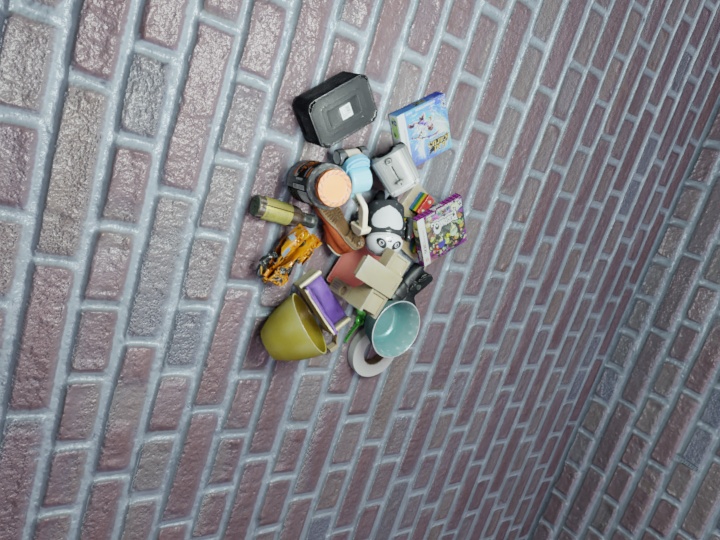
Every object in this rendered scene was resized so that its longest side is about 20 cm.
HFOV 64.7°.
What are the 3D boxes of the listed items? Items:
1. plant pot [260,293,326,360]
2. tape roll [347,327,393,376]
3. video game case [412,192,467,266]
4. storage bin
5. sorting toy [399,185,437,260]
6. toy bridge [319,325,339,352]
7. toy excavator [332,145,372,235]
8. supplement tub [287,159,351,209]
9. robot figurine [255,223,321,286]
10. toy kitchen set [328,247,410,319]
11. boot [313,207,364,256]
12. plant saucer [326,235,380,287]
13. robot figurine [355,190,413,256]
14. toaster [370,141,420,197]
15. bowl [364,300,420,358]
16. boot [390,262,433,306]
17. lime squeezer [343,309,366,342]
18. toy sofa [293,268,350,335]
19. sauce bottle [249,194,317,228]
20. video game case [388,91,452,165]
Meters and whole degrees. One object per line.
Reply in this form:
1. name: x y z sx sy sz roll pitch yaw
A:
1. plant pot: -0.210 0.189 1.686 0.142 0.200 0.200 -29 129 5
2. tape roll: 0.047 0.280 2.010 0.202 0.037 0.203 -17 120 -32
3. video game case: 0.265 -0.135 1.887 0.200 0.036 0.182 -30 128 -23
4. storage bin: -0.066 -0.438 1.544 0.200 0.094 0.135 -35 128 -19
5. sorting toy: 0.196 -0.154 1.896 0.200 0.070 0.199 38 86 -42
6. toy bridge: -0.102 0.178 1.854 0.067 0.027 0.200 -32 126 -22
7. toy excavator: -0.014 -0.227 1.629 0.100 0.200 0.195 -14 150 -32
8. supplement tub: -0.109 -0.231 1.527 0.122 0.200 0.123 -8 107 -27
9. robot figurine: -0.208 -0.034 1.626 0.200 0.058 0.145 -48 150 3
10. toy kitchen set: 0.000 0.000 1.698 0.163 0.180 0.200 33 88 -42
11. boot: -0.089 -0.128 1.685 0.200 0.107 0.075 52 43 -14
12. plant saucer: -0.001 -0.022 1.831 0.199 0.037 0.200 32 91 -42
13. robot figurine: 0.074 -0.142 1.741 0.125 0.150 0.201 29 61 -60
14. toaster: 0.107 -0.299 1.678 0.113 0.200 0.129 -27 101 13
15. bowl: 0.092 0.181 1.907 0.200 0.105 0.201 -12 113 -31
16. boot: 0.197 0.086 2.006 0.168 0.076 0.200 -43 124 -8
17. lime squeezer: -0.015 0.149 1.898 0.070 0.038 0.200 -5 127 -19
18. toy sofa: -0.111 0.098 1.735 0.083 0.098 0.200 -38 115 -17
19. sauce bottle: -0.210 -0.157 1.585 0.200 0.065 0.065 15 101 -40
20. video game case: 0.192 -0.435 1.776 0.200 0.045 0.182 -31 128 -23
